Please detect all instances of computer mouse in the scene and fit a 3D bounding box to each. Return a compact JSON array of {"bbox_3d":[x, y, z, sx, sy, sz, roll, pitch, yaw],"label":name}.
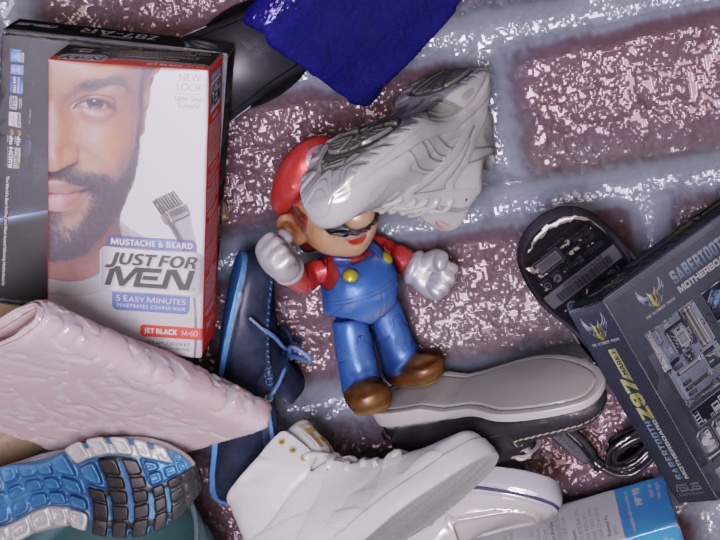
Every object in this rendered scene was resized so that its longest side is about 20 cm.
[{"bbox_3d":[0.170,0.053,1.274,0.200,0.046,0.140,44,106,-9],"label":"computer mouse"},{"bbox_3d":[-0.116,-0.103,1.269,0.199,0.046,0.141,-23,97,8],"label":"computer mouse"}]

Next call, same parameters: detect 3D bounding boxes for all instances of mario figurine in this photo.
[{"bbox_3d":[0.000,0.000,1.245,0.105,0.123,0.201,-15,104,23],"label":"mario figurine"}]

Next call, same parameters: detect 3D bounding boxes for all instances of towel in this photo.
[{"bbox_3d":[-0.194,0.085,1.223,0.199,0.032,0.190,27,148,-37],"label":"towel"},{"bbox_3d":[0.021,-0.219,1.202,0.200,0.147,0.050,-49,51,9],"label":"towel"}]

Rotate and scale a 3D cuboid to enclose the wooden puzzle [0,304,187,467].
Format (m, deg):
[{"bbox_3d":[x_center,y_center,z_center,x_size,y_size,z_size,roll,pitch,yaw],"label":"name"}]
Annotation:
[{"bbox_3d":[-0.252,0.027,1.314,0.184,0.037,0.201,-31,102,9],"label":"wooden puzzle"}]

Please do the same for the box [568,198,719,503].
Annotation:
[{"bbox_3d":[0.260,0.041,1.210,0.199,0.051,0.158,-34,96,-27],"label":"box"}]

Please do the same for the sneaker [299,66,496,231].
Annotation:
[{"bbox_3d":[0.039,-0.065,1.202,0.078,0.200,0.100,-3,114,44],"label":"sneaker"}]

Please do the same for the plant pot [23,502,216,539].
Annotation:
[{"bbox_3d":[-0.171,0.269,1.287,0.199,0.201,0.134,-28,125,9],"label":"plant pot"}]

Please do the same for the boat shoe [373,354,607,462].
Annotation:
[{"bbox_3d":[0.096,0.108,1.250,0.199,0.074,0.061,-12,113,37],"label":"boat shoe"}]

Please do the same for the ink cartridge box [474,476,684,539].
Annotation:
[{"bbox_3d":[0.147,0.239,1.290,0.199,0.067,0.116,-17,117,8],"label":"ink cartridge box"}]

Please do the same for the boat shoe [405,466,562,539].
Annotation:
[{"bbox_3d":[0.051,0.188,1.271,0.198,0.071,0.070,-7,60,22],"label":"boat shoe"}]

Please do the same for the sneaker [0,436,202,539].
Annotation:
[{"bbox_3d":[-0.205,0.155,1.279,0.198,0.087,0.076,-8,94,14],"label":"sneaker"}]

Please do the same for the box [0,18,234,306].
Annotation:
[{"bbox_3d":[-0.176,-0.068,1.241,0.159,0.044,0.202,7,107,1],"label":"box"}]

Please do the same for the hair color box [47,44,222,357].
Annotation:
[{"bbox_3d":[-0.154,-0.047,1.191,0.110,0.064,0.202,4,106,3],"label":"hair color box"}]

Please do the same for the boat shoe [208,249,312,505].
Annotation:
[{"bbox_3d":[-0.073,0.077,1.295,0.068,0.084,0.201,5,118,-4],"label":"boat shoe"}]

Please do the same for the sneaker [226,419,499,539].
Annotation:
[{"bbox_3d":[-0.008,0.143,1.236,0.199,0.074,0.116,-34,64,12],"label":"sneaker"}]
